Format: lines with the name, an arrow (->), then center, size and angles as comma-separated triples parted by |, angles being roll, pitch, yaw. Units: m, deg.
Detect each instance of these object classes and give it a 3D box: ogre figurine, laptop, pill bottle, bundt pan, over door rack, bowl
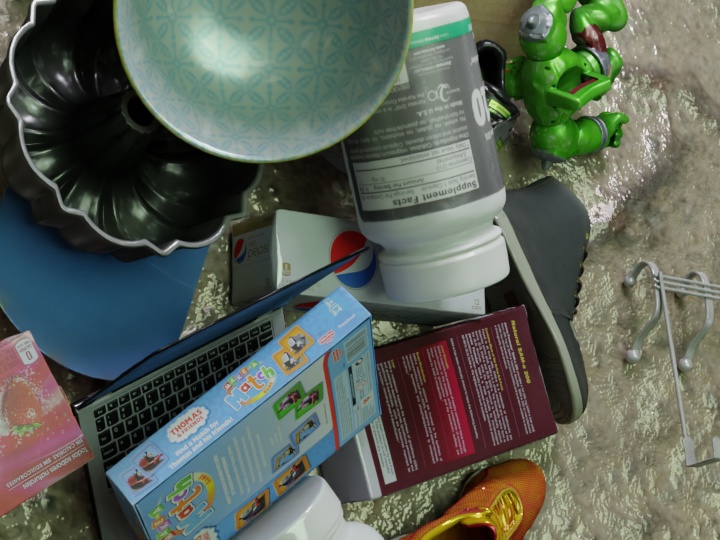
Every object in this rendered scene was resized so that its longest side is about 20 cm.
ogre figurine -> 0.178, -0.176, 1.453 | 0.098, 0.201, 0.120 | 30, 46, 21
laptop -> -0.086, 0.093, 1.163 | 0.186, 0.115, 0.202 | -26, 121, -37
pill bottle -> -0.010, 0.255, 1.226 | 0.116, 0.116, 0.201 | -43, 105, -34
pill bottle -> 0.043, -0.086, 1.247 | 0.112, 0.113, 0.202 | -21, 103, -37
bundt pan -> -0.167, -0.096, 1.175 | 0.200, 0.076, 0.204 | 15, 63, -32
over door rack -> 0.314, 0.095, 1.518 | 0.147, 0.067, 0.202 | 9, 54, -34
bowl -> -0.068, -0.184, 1.152 | 0.198, 0.108, 0.202 | -3, 111, -7

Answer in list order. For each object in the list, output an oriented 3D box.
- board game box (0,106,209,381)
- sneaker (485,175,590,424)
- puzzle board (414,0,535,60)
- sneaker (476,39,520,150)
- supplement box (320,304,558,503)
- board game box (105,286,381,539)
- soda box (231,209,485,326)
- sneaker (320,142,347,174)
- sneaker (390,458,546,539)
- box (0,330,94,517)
board game box -> -0.189, -0.017, 1.206 | 0.157, 0.039, 0.202 | 31, 56, -25
sneaker -> 0.166, 0.020, 1.431 | 0.106, 0.075, 0.202 | -22, 92, -35
puzzle board -> 0.087, -0.246, 1.412 | 0.199, 0.017, 0.152 | -3, 121, -40
sneaker -> 0.083, -0.110, 1.371 | 0.070, 0.083, 0.201 | 25, 48, -17
supplement box -> 0.055, 0.103, 1.341 | 0.199, 0.061, 0.110 | -13, 88, -36
board game box -> -0.073, 0.116, 1.164 | 0.199, 0.152, 0.037 | -39, 65, -18
soda box -> 0.000, 0.000, 1.320 | 0.198, 0.068, 0.064 | 6, 77, -35
sneaker -> -0.007, -0.173, 1.331 | 0.115, 0.072, 0.202 | -59, 137, -38
sneaker -> 0.096, 0.205, 1.335 | 0.199, 0.077, 0.074 | -32, 98, -47
box -> -0.281, 0.128, 1.066 | 0.199, 0.099, 0.096 | -32, 98, -37
